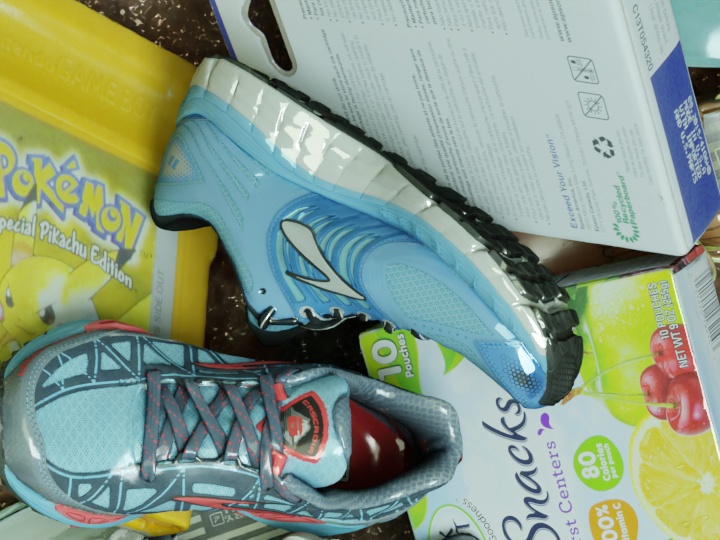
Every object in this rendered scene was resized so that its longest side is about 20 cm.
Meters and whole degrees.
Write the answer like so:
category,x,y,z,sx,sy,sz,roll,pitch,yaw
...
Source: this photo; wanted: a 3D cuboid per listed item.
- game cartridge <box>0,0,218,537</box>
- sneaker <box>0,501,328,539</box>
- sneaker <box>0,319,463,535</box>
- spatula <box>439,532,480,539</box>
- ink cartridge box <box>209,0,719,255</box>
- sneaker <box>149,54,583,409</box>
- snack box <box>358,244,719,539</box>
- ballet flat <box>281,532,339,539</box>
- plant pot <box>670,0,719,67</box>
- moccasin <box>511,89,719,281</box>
category,x,y,z,sx,sy,sz,roll,pitch,yaw
game cartridge,-0.125,-0.014,1.066,0.176,0.032,0.201,26,61,-44
sneaker,-0.103,0.120,1.131,0.199,0.071,0.073,-25,92,-2
sneaker,-0.045,0.055,1.030,0.199,0.095,0.080,6,76,-38
spatula,-0.034,0.154,1.137,0.199,0.021,0.057,-26,92,22
ink cartridge box,0.030,-0.104,1.067,0.043,0.199,0.197,-49,134,-35
sneaker,0.000,0.000,1.069,0.200,0.078,0.090,35,97,23
snack box,0.095,0.102,1.115,0.142,0.053,0.201,-13,98,26
ballet flat,-0.043,0.138,1.062,0.199,0.073,0.073,-8,91,11
plant pot,0.141,-0.183,1.087,0.199,0.200,0.189,-1,105,-3
moccasin,0.142,-0.035,1.136,0.200,0.078,0.074,-15,94,2
